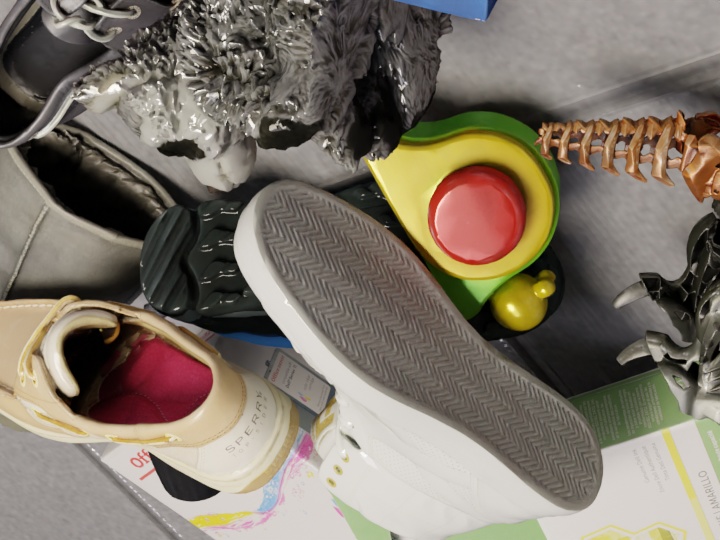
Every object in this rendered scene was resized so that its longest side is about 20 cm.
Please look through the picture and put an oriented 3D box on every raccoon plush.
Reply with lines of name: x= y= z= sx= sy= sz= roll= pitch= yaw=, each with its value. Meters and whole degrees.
raccoon plush: x=-0.037 y=-0.126 z=0.814 sx=0.133 sy=0.202 sz=0.096 roll=16 pitch=-173 yaw=34

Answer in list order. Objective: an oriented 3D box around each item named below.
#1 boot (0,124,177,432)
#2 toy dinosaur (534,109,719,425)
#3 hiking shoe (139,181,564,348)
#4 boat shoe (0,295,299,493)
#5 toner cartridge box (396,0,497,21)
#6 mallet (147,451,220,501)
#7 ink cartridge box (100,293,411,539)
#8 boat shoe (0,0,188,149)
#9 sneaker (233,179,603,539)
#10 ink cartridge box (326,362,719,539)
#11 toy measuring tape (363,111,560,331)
boot: x=-0.198 y=-0.008 z=1.058 sx=0.181 sy=0.073 sz=0.200 roll=23 pitch=147 yaw=-7
toy dinosaur: x=0.169 y=-0.014 z=0.844 sx=0.199 sy=0.102 sz=0.136 roll=33 pitch=119 yaw=13
hiking shoe: x=0.000 y=0.000 z=0.971 sx=0.198 sy=0.075 sz=0.087 roll=5 pitch=168 yaw=14
boat shoe: x=-0.119 y=0.043 z=0.956 sx=0.199 sy=0.074 sz=0.069 roll=13 pitch=158 yaw=35
toner cartridge box: x=0.041 y=-0.191 z=0.691 sx=0.043 sy=0.095 sz=0.201 roll=14 pitch=141 yaw=13
mallet: x=-0.154 y=0.056 z=1.032 sx=0.199 sy=0.041 sz=0.066 roll=18 pitch=137 yaw=19
ink cartridge box: x=-0.055 y=0.090 z=1.090 sx=0.200 sy=0.068 sz=0.117 roll=37 pitch=140 yaw=-13
boat shoe: x=-0.109 y=-0.111 z=0.893 sx=0.073 sy=0.063 sz=0.200 roll=41 pitch=139 yaw=-14
sneaker: x=-0.002 y=0.051 z=0.897 sx=0.200 sy=0.074 sz=0.115 roll=43 pitch=141 yaw=-19
ink cartridge box: x=0.098 y=0.129 z=1.009 sx=0.199 sy=0.048 sz=0.146 roll=-19 pitch=129 yaw=11
toy measuring tape: x=0.033 y=-0.064 z=0.877 sx=0.073 sy=0.074 sz=0.201 roll=-18 pitch=108 yaw=42
